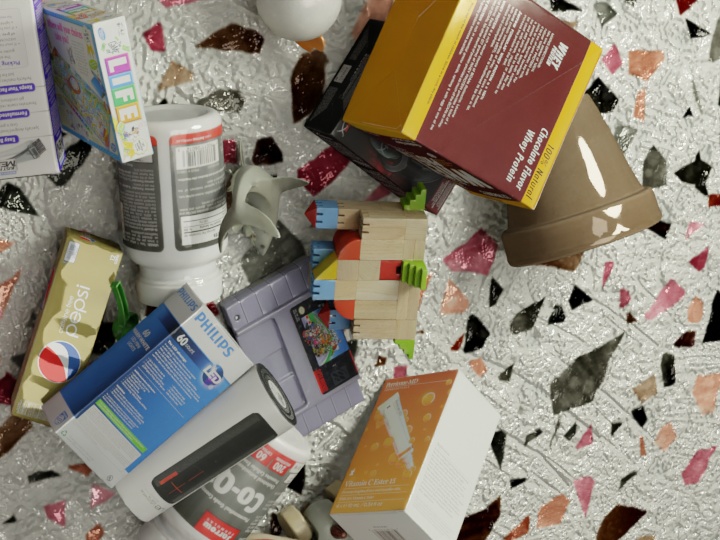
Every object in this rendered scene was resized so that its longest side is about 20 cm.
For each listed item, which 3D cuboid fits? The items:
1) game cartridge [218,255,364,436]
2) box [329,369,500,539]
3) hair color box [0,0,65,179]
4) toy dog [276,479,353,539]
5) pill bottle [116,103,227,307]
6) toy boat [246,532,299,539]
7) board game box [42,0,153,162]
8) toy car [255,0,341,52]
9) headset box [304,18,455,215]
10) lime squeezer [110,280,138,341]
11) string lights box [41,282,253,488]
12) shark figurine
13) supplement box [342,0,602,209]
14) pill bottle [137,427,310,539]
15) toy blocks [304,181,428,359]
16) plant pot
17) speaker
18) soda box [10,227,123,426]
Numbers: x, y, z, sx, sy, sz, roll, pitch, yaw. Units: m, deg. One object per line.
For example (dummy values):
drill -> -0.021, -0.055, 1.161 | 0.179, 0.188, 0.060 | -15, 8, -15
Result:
game cartridge -> -0.077, 0.097, 1.758 | 0.129, 0.038, 0.202 | -27, 115, -16
box -> 0.067, 0.232, 1.776 | 0.098, 0.123, 0.201 | 47, 50, -30
hair color box -> -0.363, -0.194, 1.480 | 0.108, 0.065, 0.203 | -6, 107, -3
toy dog -> -0.017, 0.354, 1.824 | 0.132, 0.096, 0.200 | -48, 120, -7
pill bottle -> -0.201, -0.070, 1.593 | 0.115, 0.116, 0.203 | -10, 109, -26
toy boat -> -0.113, 0.417, 1.743 | 0.129, 0.131, 0.202 | 11, 119, -10
board game box -> -0.267, -0.192, 1.472 | 0.034, 0.200, 0.136 | -19, 113, -23
toy car -> -0.079, -0.323, 1.593 | 0.184, 0.176, 0.201 | -35, 147, -31
headset box -> 0.057, -0.172, 1.732 | 0.199, 0.077, 0.150 | 35, 85, -30
lime squeezer -> -0.226, 0.076, 1.618 | 0.201, 0.070, 0.038 | 53, 37, -34
string lights box -> -0.222, 0.121, 1.561 | 0.200, 0.059, 0.103 | -40, 126, -6
shark figurine -> -0.101, -0.084, 1.609 | 0.088, 0.214, 0.130 | -2, 89, 3
supplement box -> 0.124, -0.204, 1.639 | 0.199, 0.132, 0.199 | 26, 87, -31
pill bottle -> -0.158, 0.250, 1.696 | 0.113, 0.114, 0.201 | 34, 96, -32
toy blocks -> 0.000, 0.000, 1.702 | 0.135, 0.100, 0.202 | 0, 115, -10
plant pot -> 0.250, -0.116, 1.807 | 0.198, 0.200, 0.177 | -18, 94, -24
speaker -> -0.171, 0.186, 1.603 | 0.199, 0.081, 0.082 | -33, 119, 5
soda box -> -0.314, 0.062, 1.587 | 0.063, 0.068, 0.202 | 18, 95, -15
